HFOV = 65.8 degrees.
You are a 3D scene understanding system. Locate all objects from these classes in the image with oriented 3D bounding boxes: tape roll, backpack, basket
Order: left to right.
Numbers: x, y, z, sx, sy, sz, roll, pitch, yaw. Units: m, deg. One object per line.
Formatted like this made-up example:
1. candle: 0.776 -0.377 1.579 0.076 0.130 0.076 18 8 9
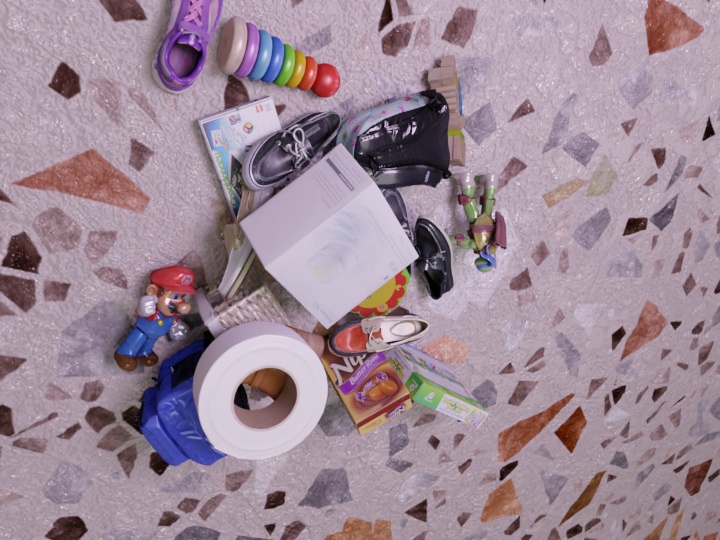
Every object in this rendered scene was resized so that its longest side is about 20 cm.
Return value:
1. backpack: -0.290 0.219 0.968 0.166 0.200 0.164 -24 113 -7
2. basket: -0.190 0.104 1.003 0.123 0.135 0.201 -35 122 -11
3. tape roll: -0.154 0.184 0.858 0.200 0.071 0.205 -6 106 -23
4. backpack: 0.053 -0.217 0.971 0.199 0.126 0.168 -22 118 -22

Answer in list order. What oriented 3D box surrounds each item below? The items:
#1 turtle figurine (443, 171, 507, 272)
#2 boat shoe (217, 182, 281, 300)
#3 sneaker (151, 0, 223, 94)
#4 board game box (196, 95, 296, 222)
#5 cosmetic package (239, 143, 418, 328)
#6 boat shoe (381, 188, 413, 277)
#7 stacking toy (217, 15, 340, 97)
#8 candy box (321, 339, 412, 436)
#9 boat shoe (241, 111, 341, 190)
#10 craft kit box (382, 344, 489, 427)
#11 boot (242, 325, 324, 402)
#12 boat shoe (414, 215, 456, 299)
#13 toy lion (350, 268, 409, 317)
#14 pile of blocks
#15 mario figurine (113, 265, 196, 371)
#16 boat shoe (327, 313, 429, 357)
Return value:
1. turtle figurine: 0.221 -0.094 1.135 0.142 0.200 0.196 -1 90 6
2. boat shoe: -0.196 -0.053 0.916 0.068 0.075 0.202 24 79 -11
3. sneaker: -0.244 -0.353 0.804 0.080 0.088 0.202 12 105 -27
4. board game box: -0.181 -0.176 0.940 0.125 0.035 0.202 -23 119 -15
5. cosmetic package: -0.044 -0.047 0.877 0.199 0.123 0.200 -37 140 2
6. boat shoe: 0.069 -0.071 1.079 0.071 0.068 0.202 -15 117 -17
7. stacking toy: -0.120 -0.328 0.883 0.198 0.085 0.086 7 109 -34
8. candy box: 0.001 0.207 1.090 0.116 0.200 0.057 -27 136 -12
9. boat shoe: -0.105 -0.197 0.901 0.199 0.068 0.074 -41 119 -33
10. craft kit box: 0.146 0.228 1.169 0.199 0.197 0.049 29 97 -30
11. boot: -0.156 0.187 0.934 0.153 0.073 0.202 11 93 -32
12. boat shoe: 0.139 -0.018 1.106 0.066 0.074 0.200 -49 142 -26
13. toy lion: 0.000 0.000 1.051 0.189 0.069 0.202 -3 120 -9
14. pile of blocks: 0.156 -0.291 1.038 0.062 0.082 0.202 0 108 23
15. mario figurine: -0.333 0.086 0.940 0.105 0.124 0.201 27 104 -18
16. boat shoe: 0.036 0.122 1.067 0.198 0.063 0.072 -7 85 -20
